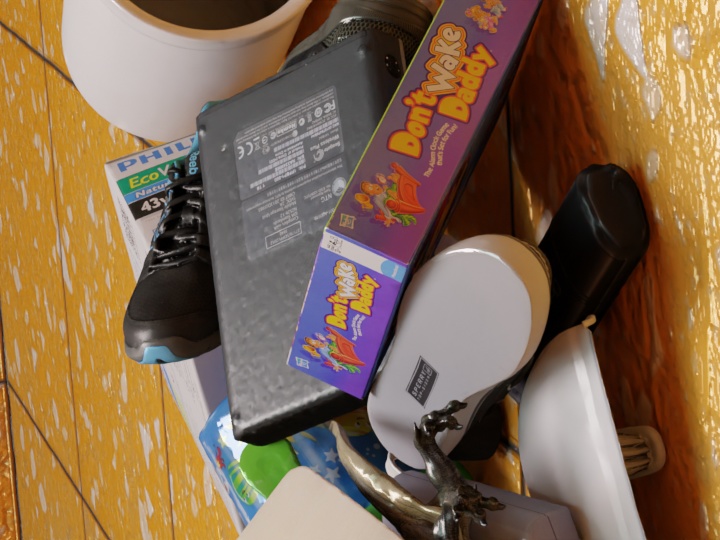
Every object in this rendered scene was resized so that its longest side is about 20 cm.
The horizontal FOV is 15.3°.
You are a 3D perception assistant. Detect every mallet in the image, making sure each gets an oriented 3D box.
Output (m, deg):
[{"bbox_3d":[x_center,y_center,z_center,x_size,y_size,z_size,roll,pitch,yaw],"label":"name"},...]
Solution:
[{"bbox_3d":[0.030,0.018,1.568,0.041,0.066,0.201,130,132,-55],"label":"mallet"}]

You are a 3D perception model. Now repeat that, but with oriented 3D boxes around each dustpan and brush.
[{"bbox_3d":[0.112,0.097,1.359,0.200,0.057,0.140,-22,82,67],"label":"dustpan and brush"}]

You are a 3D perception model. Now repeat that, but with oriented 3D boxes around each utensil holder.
[{"bbox_3d":[-0.117,-0.192,1.814,0.200,0.169,0.171,119,140,-68],"label":"utensil holder"}]

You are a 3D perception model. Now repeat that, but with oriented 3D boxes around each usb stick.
[{"bbox_3d":[0.104,0.011,1.364,0.200,0.033,0.056,114,139,-61],"label":"usb stick"}]

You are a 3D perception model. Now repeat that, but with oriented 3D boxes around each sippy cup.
[{"bbox_3d":[-0.022,0.119,1.595,0.130,0.139,0.178,51,154,13],"label":"sippy cup"}]

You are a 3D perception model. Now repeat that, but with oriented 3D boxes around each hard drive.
[{"bbox_3d":[-0.025,-0.017,1.494,0.139,0.033,0.201,-23,63,33],"label":"hard drive"}]

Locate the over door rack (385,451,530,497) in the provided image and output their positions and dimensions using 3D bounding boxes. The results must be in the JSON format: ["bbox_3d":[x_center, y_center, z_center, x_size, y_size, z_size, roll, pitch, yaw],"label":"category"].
[{"bbox_3d":[0.078,0.201,1.434,0.200,0.066,0.148,42,136,34],"label":"over door rack"}]

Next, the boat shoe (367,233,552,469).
[{"bbox_3d":[0.055,0.032,1.327,0.069,0.057,0.200,47,149,10],"label":"boat shoe"}]

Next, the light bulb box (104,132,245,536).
[{"bbox_3d":[-0.067,0.033,1.747,0.200,0.124,0.199,-122,16,-56],"label":"light bulb box"}]

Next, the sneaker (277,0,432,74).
[{"bbox_3d":[-0.017,-0.084,1.619,0.199,0.076,0.115,136,155,-66],"label":"sneaker"}]

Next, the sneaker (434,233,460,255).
[{"bbox_3d":[0.000,0.000,1.527,0.200,0.073,0.071,23,78,49],"label":"sneaker"}]

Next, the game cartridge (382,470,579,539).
[{"bbox_3d":[0.073,0.207,1.359,0.133,0.041,0.201,13,115,54],"label":"game cartridge"}]

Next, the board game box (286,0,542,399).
[{"bbox_3d":[0.030,-0.052,1.372,0.135,0.045,0.200,108,-173,-57],"label":"board game box"}]

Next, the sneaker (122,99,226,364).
[{"bbox_3d":[-0.100,-0.022,1.585,0.200,0.073,0.082,-71,-29,-51],"label":"sneaker"}]

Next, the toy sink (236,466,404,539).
[{"bbox_3d":[-0.027,0.222,1.340,0.200,0.112,0.130,-54,35,-4],"label":"toy sink"}]

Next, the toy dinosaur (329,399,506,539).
[{"bbox_3d":[0.039,0.119,1.301,0.200,0.047,0.088,51,144,33],"label":"toy dinosaur"}]
